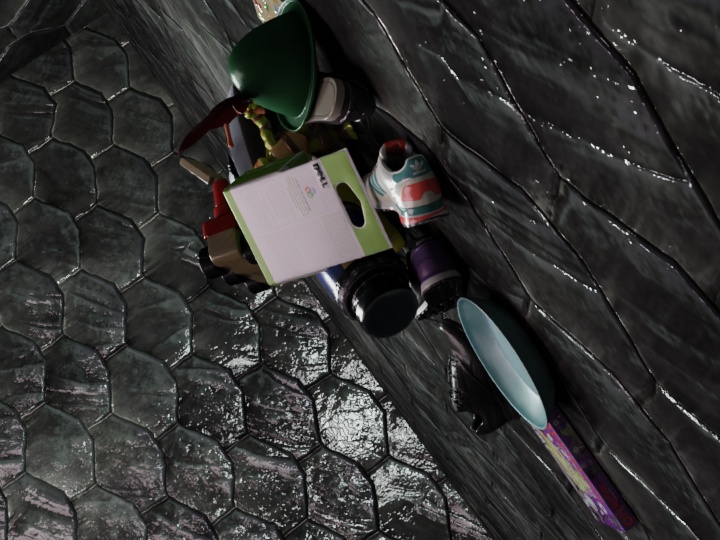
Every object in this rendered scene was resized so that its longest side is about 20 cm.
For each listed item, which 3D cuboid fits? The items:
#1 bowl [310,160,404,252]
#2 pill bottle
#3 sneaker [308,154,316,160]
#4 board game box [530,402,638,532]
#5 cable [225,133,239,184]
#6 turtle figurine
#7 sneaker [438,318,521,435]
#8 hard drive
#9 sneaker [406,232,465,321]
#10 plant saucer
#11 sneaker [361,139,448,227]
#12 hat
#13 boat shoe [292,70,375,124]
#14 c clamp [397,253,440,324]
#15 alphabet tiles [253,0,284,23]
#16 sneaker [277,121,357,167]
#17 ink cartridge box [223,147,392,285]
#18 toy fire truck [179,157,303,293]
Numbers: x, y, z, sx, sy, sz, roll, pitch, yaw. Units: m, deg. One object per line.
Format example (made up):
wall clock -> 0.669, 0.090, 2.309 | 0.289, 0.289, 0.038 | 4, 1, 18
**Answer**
bowl -> -0.039, -0.066, 1.668 | 0.200, 0.108, 0.200 | 40, 175, 4
pill bottle -> 0.000, 0.000, 1.491 | 0.200, 0.111, 0.112 | 54, 174, 45
sneaker -> -0.113, -0.211, 1.787 | 0.201, 0.079, 0.074 | 59, 174, -11
board game box -> 0.297, 0.265, 1.472 | 0.201, 0.032, 0.120 | 55, 168, 3
cable -> -0.145, -0.163, 1.696 | 0.051, 0.163, 0.202 | -20, 87, 42
turtle figurine -> -0.086, -0.166, 1.496 | 0.201, 0.161, 0.064 | 55, 172, 1
sneaker -> 0.166, 0.165, 1.621 | 0.201, 0.090, 0.076 | 58, 174, -12
hard drive -> -0.143, -0.182, 1.603 | 0.134, 0.042, 0.201 | 29, -149, -40
sneaker -> 0.100, 0.005, 1.490 | 0.200, 0.075, 0.088 | 93, 157, -71
plant saucer -> 0.195, 0.112, 1.386 | 0.201, 0.036, 0.200 | 57, 171, 15
sneaker -> 0.048, -0.118, 1.298 | 0.200, 0.070, 0.094 | -138, 33, -67
hat -> -0.159, -0.250, 1.314 | 0.200, 0.175, 0.167 | -136, 46, -60
boat shoe -> -0.039, -0.216, 1.351 | 0.200, 0.062, 0.073 | -148, 66, -66
c clamp -> 0.059, 0.023, 1.666 | 0.200, 0.169, 0.027 | 82, -163, -59
alphabet tiles -> -0.109, -0.337, 1.494 | 0.167, 0.006, 0.200 | 53, 172, 19
sneaker -> -0.084, -0.210, 1.620 | 0.201, 0.075, 0.070 | 55, 172, 9
ink cartridge box -> -0.058, -0.079, 1.395 | 0.149, 0.199, 0.076 | 64, -148, -16
toy fire truck -> -0.176, -0.079, 1.554 | 0.176, 0.128, 0.202 | 23, -127, -60
